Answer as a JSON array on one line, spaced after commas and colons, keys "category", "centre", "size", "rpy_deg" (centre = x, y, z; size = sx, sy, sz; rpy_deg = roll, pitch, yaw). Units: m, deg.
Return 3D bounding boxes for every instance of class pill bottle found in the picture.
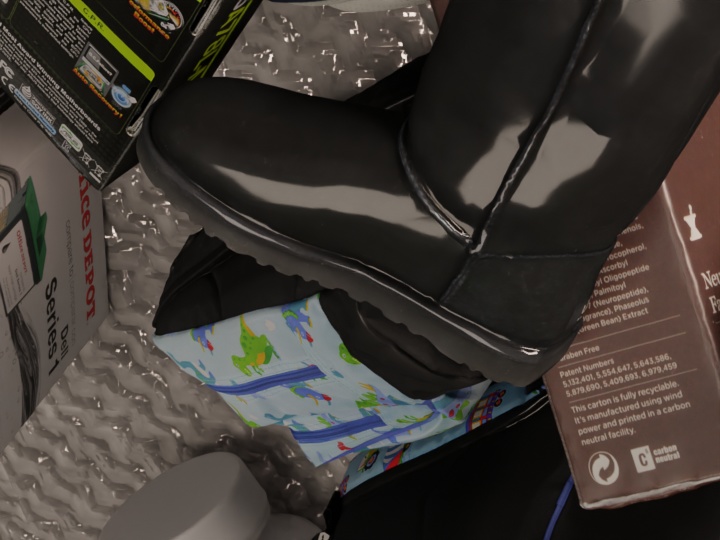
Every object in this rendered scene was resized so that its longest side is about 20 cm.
[{"category": "pill bottle", "centre": [-0.044, 0.192, 1.098], "size": [0.112, 0.112, 0.200], "rpy_deg": [-15, 115, 39]}]

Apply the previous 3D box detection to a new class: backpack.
[{"category": "backpack", "centre": [0.000, 0.000, 0.892], "size": [0.200, 0.163, 0.154], "rpy_deg": [-10, 134, 44]}, {"category": "backpack", "centre": [0.060, 0.134, 0.946], "size": [0.134, 0.183, 0.200], "rpy_deg": [35, 152, -21]}]

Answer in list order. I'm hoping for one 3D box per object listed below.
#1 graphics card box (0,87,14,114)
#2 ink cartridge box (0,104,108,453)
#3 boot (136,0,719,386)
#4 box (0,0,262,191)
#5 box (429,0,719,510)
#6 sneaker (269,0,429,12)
[{"category": "graphics card box", "centre": [-0.209, -0.145, 0.920], "size": [0.200, 0.125, 0.051], "rpy_deg": [45, 132, -8]}, {"category": "ink cartridge box", "centre": [-0.193, 0.014, 0.988], "size": [0.084, 0.200, 0.146], "rpy_deg": [16, 133, 16]}, {"category": "boot", "centre": [0.031, -0.077, 0.686], "size": [0.165, 0.066, 0.200], "rpy_deg": [27, 131, 2]}, {"category": "box", "centre": [-0.115, -0.150, 0.758], "size": [0.200, 0.048, 0.193], "rpy_deg": [47, 143, 4]}, {"category": "box", "centre": [0.101, -0.028, 0.786], "size": [0.075, 0.100, 0.200], "rpy_deg": [-19, 88, 36]}, {"category": "sneaker", "centre": [0.010, -0.153, 0.790], "size": [0.146, 0.081, 0.200], "rpy_deg": [10, 159, -35]}]
